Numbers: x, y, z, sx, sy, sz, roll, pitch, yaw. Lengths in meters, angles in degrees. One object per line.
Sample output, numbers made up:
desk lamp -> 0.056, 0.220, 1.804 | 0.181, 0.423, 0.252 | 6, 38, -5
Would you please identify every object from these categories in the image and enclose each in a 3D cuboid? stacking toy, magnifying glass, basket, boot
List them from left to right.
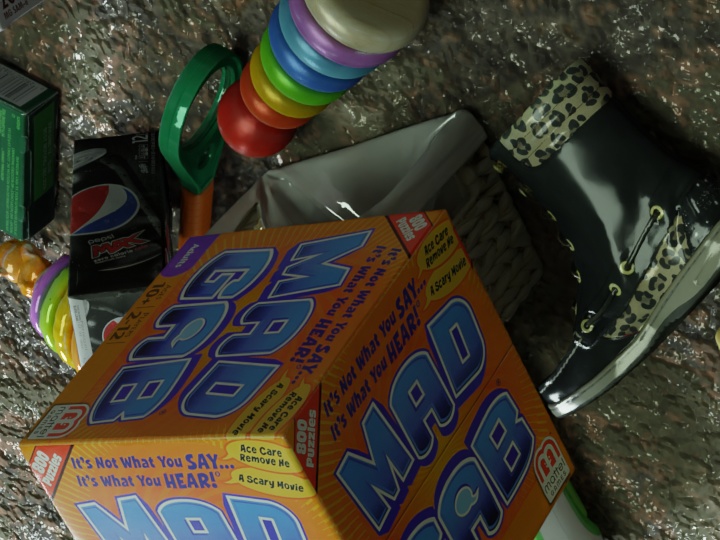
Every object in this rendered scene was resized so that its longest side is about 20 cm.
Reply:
stacking toy -> -0.202, 0.027, 1.719 | 0.200, 0.116, 0.110 | 29, 133, 35
magnifying glass -> -0.110, -0.074, 1.585 | 0.022, 0.080, 0.200 | 27, 145, 16
stacking toy -> -0.038, -0.132, 1.475 | 0.085, 0.085, 0.200 | 47, 142, 0
basket -> 0.000, 0.000, 1.501 | 0.199, 0.136, 0.124 | -14, 115, 44
boot -> 0.135, -0.018, 1.423 | 0.154, 0.073, 0.204 | 44, 131, 6

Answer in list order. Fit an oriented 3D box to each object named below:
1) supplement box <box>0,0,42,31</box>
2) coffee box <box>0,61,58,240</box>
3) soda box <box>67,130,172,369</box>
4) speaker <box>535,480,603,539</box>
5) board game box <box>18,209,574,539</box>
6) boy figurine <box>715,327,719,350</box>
supplement box -> -0.261, -0.265, 1.529 | 0.061, 0.109, 0.201 | -5, 118, 41
coffee box -> -0.313, -0.117, 1.729 | 0.199, 0.044, 0.123 | 26, 133, 21
soda box -> -0.159, -0.014, 1.571 | 0.063, 0.200, 0.071 | -7, 123, -1
speaker -> 0.088, 0.130, 1.560 | 0.088, 0.088, 0.201 | -15, 110, 44
board game box -> -0.032, 0.110, 1.368 | 0.199, 0.200, 0.200 | -5, 124, 38
boy figurine -> 0.301, 0.050, 1.344 | 0.199, 0.064, 0.125 | 3, 122, 38
